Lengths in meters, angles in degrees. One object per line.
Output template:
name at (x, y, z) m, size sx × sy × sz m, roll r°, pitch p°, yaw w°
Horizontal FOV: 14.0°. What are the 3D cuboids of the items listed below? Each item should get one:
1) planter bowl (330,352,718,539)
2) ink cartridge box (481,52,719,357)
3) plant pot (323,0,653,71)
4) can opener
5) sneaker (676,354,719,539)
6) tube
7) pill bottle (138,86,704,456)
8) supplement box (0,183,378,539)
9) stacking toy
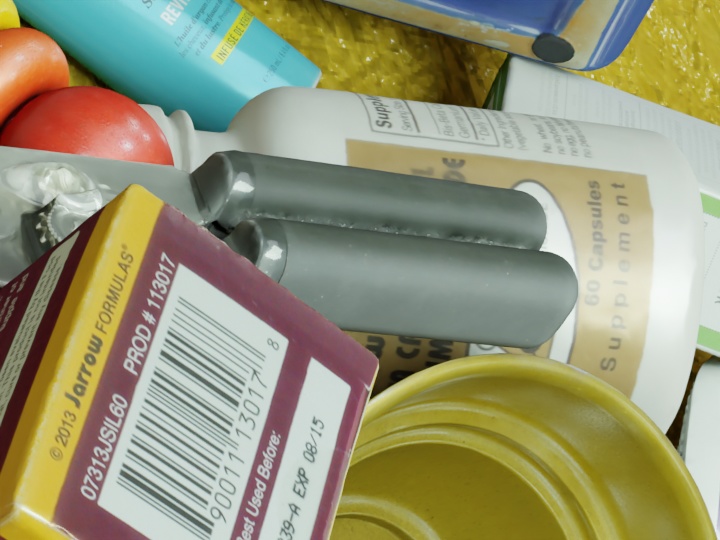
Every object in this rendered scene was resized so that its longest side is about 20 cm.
planter bowl at (0.016, 0.123, 0.903) m, size 0.200 × 0.083 × 0.201 m, roll -2°, pitch 93°, yaw -37°
ink cartridge box at (0.135, -0.011, 1.066) m, size 0.200 × 0.059 × 0.104 m, roll 20°, pitch 17°, yaw -1°
plant pot at (0.048, -0.195, 1.070) m, size 0.200 × 0.200 × 0.180 m, roll 16°, pitch 56°, yaw -6°
can opener at (-0.035, 0.002, 0.833) m, size 0.200 × 0.067 × 0.053 m, roll 7°, pitch 42°, yaw -33°
sneaker at (0.171, 0.073, 1.048) m, size 0.114 × 0.073 × 0.200 m, roll 15°, pitch 24°, yaw 12°
tube at (-0.106, -0.111, 1.014) m, size 0.200 × 0.050 × 0.077 m, roll 38°, pitch 35°, yaw -9°
pill bottle at (0.000, 0.000, 0.943) m, size 0.200 × 0.114 × 0.114 m, roll 6°, pitch 56°, yaw -14°
supplement box at (-0.097, 0.081, 0.763) m, size 0.086 × 0.200 × 0.110 m, roll 37°, pitch 44°, yaw -20°
stacking toy at (-0.138, -0.068, 0.870) m, size 0.200 × 0.085 × 0.085 m, roll 39°, pitch 38°, yaw 18°
